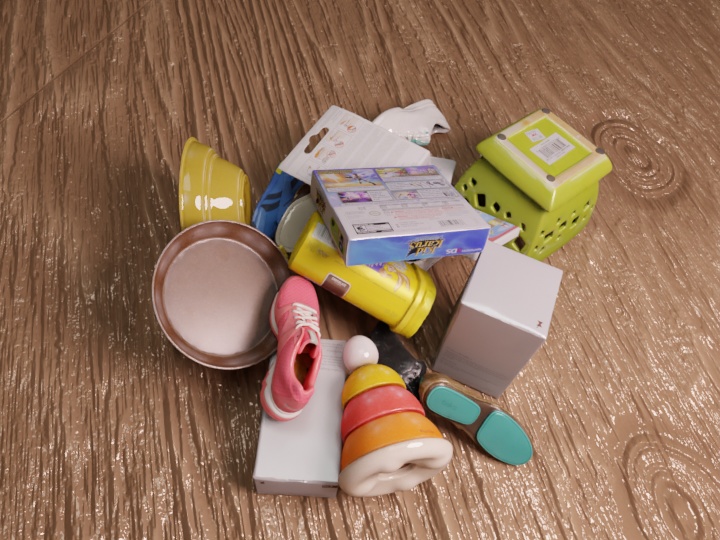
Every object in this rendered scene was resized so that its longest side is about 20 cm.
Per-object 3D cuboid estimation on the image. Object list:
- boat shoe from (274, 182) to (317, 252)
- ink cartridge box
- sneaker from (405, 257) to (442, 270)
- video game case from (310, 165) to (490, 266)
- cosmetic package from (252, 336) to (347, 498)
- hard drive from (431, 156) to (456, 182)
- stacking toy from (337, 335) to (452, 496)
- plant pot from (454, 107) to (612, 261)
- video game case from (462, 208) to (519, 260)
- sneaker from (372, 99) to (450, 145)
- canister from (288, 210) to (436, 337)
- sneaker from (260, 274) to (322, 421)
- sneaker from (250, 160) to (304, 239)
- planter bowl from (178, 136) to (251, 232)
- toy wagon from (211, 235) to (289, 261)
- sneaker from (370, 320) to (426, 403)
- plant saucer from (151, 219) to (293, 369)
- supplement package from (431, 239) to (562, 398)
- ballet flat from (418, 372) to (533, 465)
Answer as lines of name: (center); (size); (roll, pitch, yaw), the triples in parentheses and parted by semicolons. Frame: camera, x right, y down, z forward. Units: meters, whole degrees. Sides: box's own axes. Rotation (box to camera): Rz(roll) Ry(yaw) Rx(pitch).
boat shoe: (-0.081, -0.110, 0.955); (0.072, 0.059, 0.201); (43, 68, -23)
ink cartridge box: (-0.009, -0.168, 0.933); (0.199, 0.047, 0.161); (30, 69, 19)
sneaker: (0.119, -0.051, 0.973); (0.073, 0.071, 0.200); (31, 58, 14)
video game case: (0.048, -0.083, 0.788); (0.198, 0.046, 0.182); (-6, 39, -18)
cosmetic package: (-0.078, 0.197, 0.780); (0.112, 0.081, 0.202); (6, 57, -2)
hard drive: (0.095, -0.162, 1.020); (0.131, 0.027, 0.200); (13, 32, 9)
stacking toy: (0.023, 0.174, 0.738); (0.145, 0.147, 0.201); (-8, 54, -13)
plant pot: (0.300, -0.152, 0.998); (0.199, 0.182, 0.199); (-31, 64, -25)
video game case: (0.143, -0.083, 0.945); (0.199, 0.018, 0.142); (29, 36, 32)
sneaker: (0.094, -0.271, 1.119); (0.199, 0.075, 0.089); (-30, 69, -26)
canister: (0.000, 0.000, 0.835); (0.199, 0.087, 0.149); (30, 13, -9)
sneaker: (-0.073, 0.089, 0.741); (0.073, 0.087, 0.202); (19, 55, -27)
sneaker: (-0.132, -0.107, 0.984); (0.078, 0.066, 0.201); (19, 56, 1)
planter bowl: (-0.216, -0.103, 0.884); (0.082, 0.201, 0.202); (0, 56, -2)
toy wagon: (-0.194, 0.023, 0.845); (0.199, 0.156, 0.039); (-33, 31, -26)
sneaker: (0.066, 0.170, 0.827); (0.104, 0.060, 0.200); (-36, 64, -22)
plant saucer: (-0.182, 0.033, 0.770); (0.199, 0.034, 0.203); (10, 72, -31)
supplement package: (0.190, 0.076, 0.820); (0.116, 0.201, 0.118); (24, 57, 8)
ballet flat: (0.159, 0.201, 0.804); (0.199, 0.068, 0.072); (32, 10, -16)
